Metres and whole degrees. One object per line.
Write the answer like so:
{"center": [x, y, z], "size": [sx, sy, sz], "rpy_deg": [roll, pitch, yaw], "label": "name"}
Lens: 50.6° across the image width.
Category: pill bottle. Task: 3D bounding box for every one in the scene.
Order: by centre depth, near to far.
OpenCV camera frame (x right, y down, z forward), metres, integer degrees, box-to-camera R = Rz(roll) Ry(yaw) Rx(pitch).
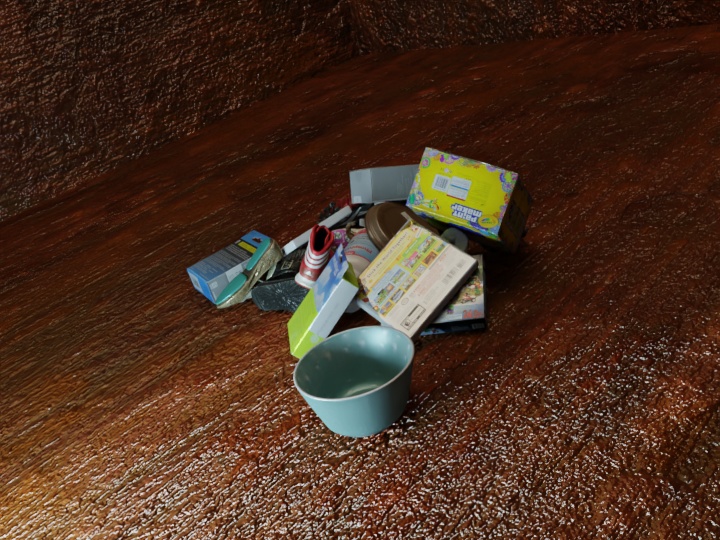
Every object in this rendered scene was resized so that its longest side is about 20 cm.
{"center": [0.000, 0.000, 1.597], "size": [0.106, 0.111, 0.201], "rpy_deg": [-4, 27, 22], "label": "pill bottle"}

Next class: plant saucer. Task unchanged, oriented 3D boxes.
{"center": [0.100, -0.079, 1.647], "size": [0.196, 0.030, 0.203], "rpy_deg": [21, 39, -17], "label": "plant saucer"}

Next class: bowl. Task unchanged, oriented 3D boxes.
{"center": [0.001, 0.186, 1.212], "size": [0.195, 0.107, 0.202], "rpy_deg": [-13, 24, 6], "label": "bowl"}

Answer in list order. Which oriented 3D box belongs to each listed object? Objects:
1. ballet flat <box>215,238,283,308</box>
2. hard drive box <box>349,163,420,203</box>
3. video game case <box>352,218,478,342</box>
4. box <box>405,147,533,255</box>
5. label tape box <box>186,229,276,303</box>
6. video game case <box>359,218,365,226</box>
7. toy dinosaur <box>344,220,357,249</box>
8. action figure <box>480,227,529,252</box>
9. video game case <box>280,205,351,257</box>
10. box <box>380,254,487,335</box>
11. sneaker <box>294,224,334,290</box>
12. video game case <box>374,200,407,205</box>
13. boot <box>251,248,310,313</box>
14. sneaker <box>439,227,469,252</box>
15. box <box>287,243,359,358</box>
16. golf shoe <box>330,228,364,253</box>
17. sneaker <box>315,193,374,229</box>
{"center": [-0.246, 0.021, 1.737], "size": [0.201, 0.065, 0.070], "rpy_deg": [-49, 30, -2], "label": "ballet flat"}
{"center": [0.090, -0.203, 1.759], "size": [0.194, 0.079, 0.155], "rpy_deg": [-7, 7, -17], "label": "hard drive box"}
{"center": [0.094, 0.016, 1.429], "size": [0.181, 0.023, 0.200], "rpy_deg": [34, 75, 36], "label": "video game case"}
{"center": [0.223, -0.136, 1.526], "size": [0.196, 0.125, 0.192], "rpy_deg": [20, -2, 25], "label": "box"}
{"center": [-0.302, -0.011, 1.839], "size": [0.197, 0.065, 0.143], "rpy_deg": [-31, 28, -22], "label": "label tape box"}
{"center": [0.114, -0.114, 1.801], "size": [0.197, 0.019, 0.141], "rpy_deg": [-11, 19, -42], "label": "video game case"}
{"center": [-0.007, -0.057, 1.711], "size": [0.195, 0.104, 0.058], "rpy_deg": [-10, 10, 29], "label": "toy dinosaur"}
{"center": [0.284, -0.103, 1.654], "size": [0.117, 0.104, 0.199], "rpy_deg": [-29, 26, -14], "label": "action figure"}
{"center": [-0.133, -0.078, 1.850], "size": [0.199, 0.024, 0.181], "rpy_deg": [-35, 3, -37], "label": "video game case"}
{"center": [0.137, 0.049, 1.428], "size": [0.194, 0.038, 0.140], "rpy_deg": [-8, 55, 17], "label": "box"}
{"center": [-0.074, -0.044, 1.578], "size": [0.077, 0.118, 0.201], "rpy_deg": [21, 22, -4], "label": "sneaker"}
{"center": [0.162, -0.164, 1.871], "size": [0.196, 0.037, 0.179], "rpy_deg": [-13, 18, -36], "label": "video game case"}
{"center": [-0.126, 0.018, 1.669], "size": [0.207, 0.081, 0.158], "rpy_deg": [2, 30, 35], "label": "boot"}
{"center": [0.149, 0.008, 1.549], "size": [0.079, 0.129, 0.201], "rpy_deg": [39, 92, 20], "label": "sneaker"}
{"center": [-0.068, 0.060, 1.446], "size": [0.202, 0.047, 0.122], "rpy_deg": [-56, 20, 14], "label": "box"}
{"center": [0.014, -0.065, 1.788], "size": [0.195, 0.077, 0.091], "rpy_deg": [8, 22, 29], "label": "golf shoe"}
{"center": [-0.025, -0.148, 1.971], "size": [0.198, 0.098, 0.072], "rpy_deg": [-32, 30, 22], "label": "sneaker"}
